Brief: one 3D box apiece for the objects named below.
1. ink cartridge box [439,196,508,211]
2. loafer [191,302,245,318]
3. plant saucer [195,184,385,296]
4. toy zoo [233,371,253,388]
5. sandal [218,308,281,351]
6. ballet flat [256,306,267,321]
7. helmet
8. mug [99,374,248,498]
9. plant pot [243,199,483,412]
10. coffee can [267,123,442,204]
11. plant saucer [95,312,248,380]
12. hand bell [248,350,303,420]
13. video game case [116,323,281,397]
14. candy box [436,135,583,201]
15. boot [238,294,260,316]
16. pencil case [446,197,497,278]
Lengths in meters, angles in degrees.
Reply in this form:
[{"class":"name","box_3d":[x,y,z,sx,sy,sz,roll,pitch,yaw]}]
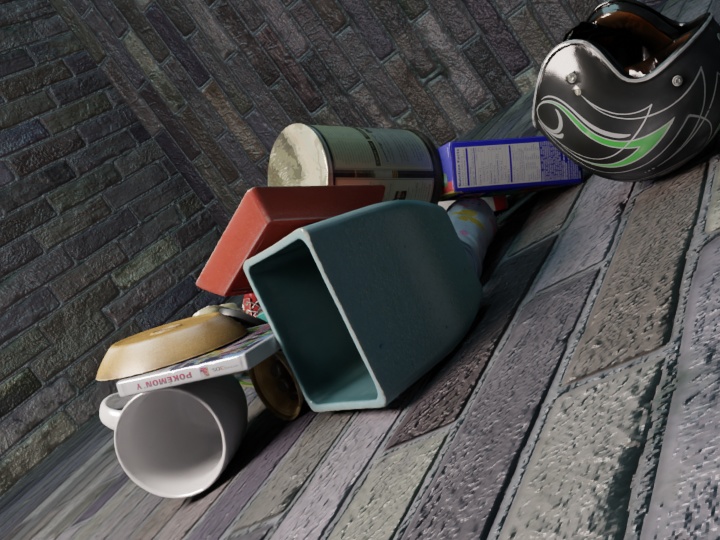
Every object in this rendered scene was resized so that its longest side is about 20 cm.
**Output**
[{"class":"ink cartridge box","box_3d":[0.182,-0.130,1.377,0.199,0.068,0.116,-14,12,9]},{"class":"loafer","box_3d":[-0.212,0.086,1.238,0.076,0.068,0.200,-37,-18,2]},{"class":"plant saucer","box_3d":[-0.083,-0.031,1.025,0.199,0.037,0.200,-5,-32,-36]},{"class":"toy zoo","box_3d":[-0.191,0.151,1.230,0.200,0.131,0.021,132,146,-69]},{"class":"sandal","box_3d":[-0.133,0.111,1.173,0.075,0.200,0.048,2,64,37]},{"class":"ballet flat","box_3d":[-0.082,0.050,1.159,0.073,0.073,0.200,-42,15,-33]},{"class":"helmet","box_3d":[0.306,-0.195,0.893,0.200,0.190,0.201,-49,-25,-33]},{"class":"mug","box_3d":[-0.250,0.196,1.088,0.199,0.148,0.175,8,11,6]},{"class":"plant pot","box_3d":[0.019,0.025,0.922,0.199,0.197,0.196,-26,2,-29]},{"class":"coffee can","box_3d":[-0.007,-0.127,1.125,0.199,0.147,0.146,-4,-15,-38]},{"class":"plant saucer","box_3d":[-0.246,0.091,1.044,0.199,0.036,0.200,-15,5,1]},{"class":"hand bell","box_3d":[-0.046,0.113,1.116,0.200,0.104,0.104,-28,0,-39]},{"class":"video game case","box_3d":[-0.174,0.104,1.014,0.181,0.023,0.200,-14,5,21]},{"class":"candy box","box_3d":[0.200,-0.149,1.198,0.199,0.077,0.169,-5,1,-12]},{"class":"boot","box_3d":[-0.169,0.103,1.384,0.072,0.145,0.200,-8,-1,-19]},{"class":"pencil case","box_3d":[0.135,-0.034,1.103,0.200,0.083,0.091,-53,-20,-63]}]
